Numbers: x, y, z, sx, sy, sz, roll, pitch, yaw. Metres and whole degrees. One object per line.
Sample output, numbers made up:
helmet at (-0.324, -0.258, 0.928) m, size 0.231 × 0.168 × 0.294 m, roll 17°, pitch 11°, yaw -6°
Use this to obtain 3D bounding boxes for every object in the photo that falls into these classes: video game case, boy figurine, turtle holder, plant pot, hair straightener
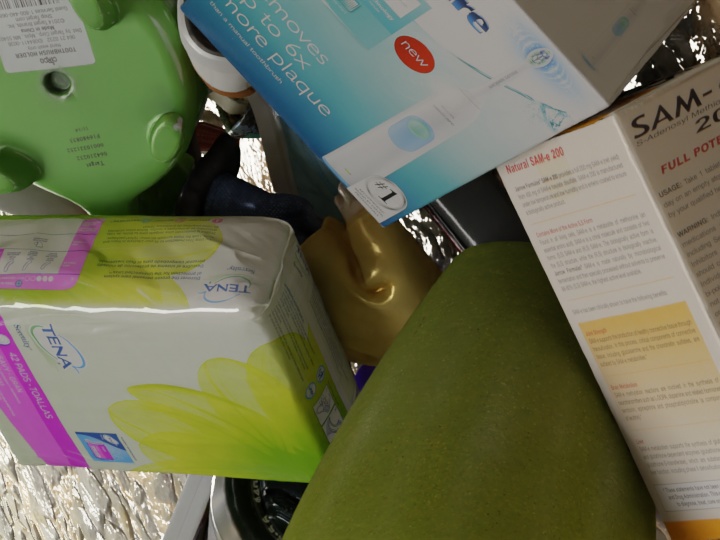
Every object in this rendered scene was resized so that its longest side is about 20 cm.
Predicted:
video game case at (-0.078, 0.130, 1.738) m, size 0.018 × 0.143 × 0.200 m, roll 19°, pitch 167°, yaw 8°
boy figurine at (0.000, 0.000, 1.497) m, size 0.200 × 0.064 × 0.124 m, roll 24°, pitch 142°, yaw 12°
turtle holder at (-0.127, -0.107, 1.487) m, size 0.141 × 0.132 × 0.186 m, roll -34°, pitch 110°, yaw 33°
plant pot at (0.064, 0.094, 1.375) m, size 0.187 × 0.200 × 0.187 m, roll 13°, pitch 155°, yaw 6°
hair straightener at (0.028, -0.079, 1.448) m, size 0.200 × 0.041 × 0.077 m, roll 57°, pitch 174°, yaw 9°

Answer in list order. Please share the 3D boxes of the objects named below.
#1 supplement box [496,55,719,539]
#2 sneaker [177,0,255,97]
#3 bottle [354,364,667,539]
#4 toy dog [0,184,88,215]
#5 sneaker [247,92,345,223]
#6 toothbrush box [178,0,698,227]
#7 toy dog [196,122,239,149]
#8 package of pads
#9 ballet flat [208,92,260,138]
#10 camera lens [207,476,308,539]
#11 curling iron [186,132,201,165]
supplement box at (0.152, 0.015, 1.282) m, size 0.200 × 0.073 × 0.126 m, roll 65°, pitch 157°, yaw -4°
sneaker at (-0.061, -0.181, 1.437) m, size 0.085 × 0.073 × 0.200 m, roll 93°, pitch -175°, yaw -71°
bottle at (0.079, 0.100, 1.504) m, size 0.200 × 0.084 × 0.065 m, roll 41°, pitch 167°, yaw 42°
toy dog at (-0.174, -0.069, 1.613) m, size 0.200 × 0.132 × 0.096 m, roll 40°, pitch -140°, yaw -56°
sneaker at (-0.020, -0.114, 1.527) m, size 0.082 × 0.074 × 0.200 m, roll -7°, pitch 111°, yaw 45°
toothbrush box at (0.032, -0.121, 1.295) m, size 0.146 × 0.085 × 0.200 m, roll 47°, pitch 148°, yaw -11°
toy dog at (-0.132, -0.059, 1.763) m, size 0.096 × 0.132 × 0.200 m, roll 22°, pitch 163°, yaw -2°
package of pads at (-0.110, 0.038, 1.493) m, size 0.200 × 0.068 × 0.155 m, roll 1°, pitch 140°, yaw 21°
ballet flat at (-0.093, -0.160, 1.610) m, size 0.200 × 0.074 × 0.074 m, roll 58°, pitch 156°, yaw 10°
camera lens at (-0.009, 0.172, 1.664) m, size 0.160 × 0.160 × 0.200 m, roll 50°, pitch 153°, yaw 28°
curling iron at (-0.103, -0.103, 1.580) m, size 0.050 × 0.026 × 0.200 m, roll 16°, pitch 127°, yaw 37°
